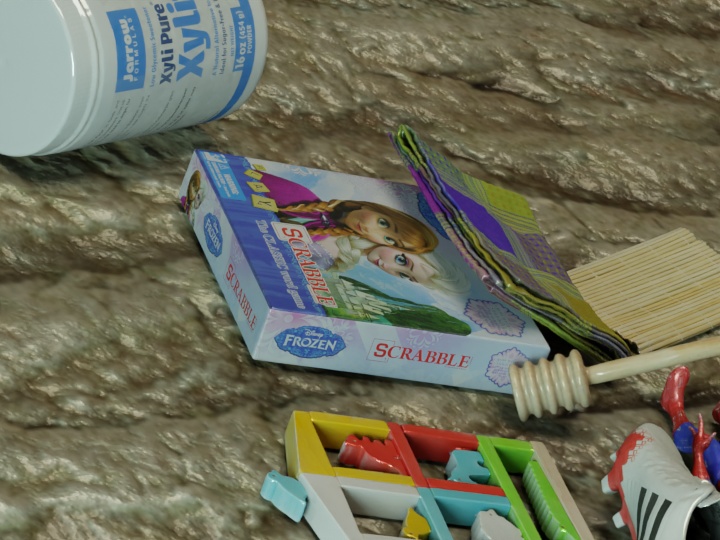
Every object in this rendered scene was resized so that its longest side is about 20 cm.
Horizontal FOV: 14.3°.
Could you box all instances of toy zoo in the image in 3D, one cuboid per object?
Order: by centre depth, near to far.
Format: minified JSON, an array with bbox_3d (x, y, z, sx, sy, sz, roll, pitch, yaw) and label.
[{"bbox_3d":[0.036,0.134,1.683,0.199,0.021,0.131,9,29,-23],"label":"toy zoo"}]

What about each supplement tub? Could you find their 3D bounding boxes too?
[{"bbox_3d":[-0.170,-0.153,1.949,0.132,0.132,0.200,35,30,27],"label":"supplement tub"}]

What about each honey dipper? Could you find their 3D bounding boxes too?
[{"bbox_3d":[0.194,0.057,1.812,0.199,0.038,0.038,-12,29,5],"label":"honey dipper"}]

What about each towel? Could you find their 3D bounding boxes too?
[{"bbox_3d":[0.101,-0.017,1.927,0.143,0.023,0.200,30,18,-37],"label":"towel"}]

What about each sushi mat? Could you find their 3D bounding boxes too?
[{"bbox_3d":[0.214,0.014,2.041,0.096,0.012,0.200,34,30,26],"label":"sushi mat"}]

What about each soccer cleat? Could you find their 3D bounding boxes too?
[{"bbox_3d":[0.190,0.147,1.682,0.069,0.085,0.200,47,24,-18],"label":"soccer cleat"}]

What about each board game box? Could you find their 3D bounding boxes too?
[{"bbox_3d":[0.000,0.000,1.882,0.199,0.041,0.200,8,29,-25],"label":"board game box"}]

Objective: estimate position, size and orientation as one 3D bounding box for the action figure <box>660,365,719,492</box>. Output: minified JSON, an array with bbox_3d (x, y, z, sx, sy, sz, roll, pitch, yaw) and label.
[{"bbox_3d":[0.233,0.127,1.810,0.065,0.052,0.200,17,29,-16],"label":"action figure"}]
